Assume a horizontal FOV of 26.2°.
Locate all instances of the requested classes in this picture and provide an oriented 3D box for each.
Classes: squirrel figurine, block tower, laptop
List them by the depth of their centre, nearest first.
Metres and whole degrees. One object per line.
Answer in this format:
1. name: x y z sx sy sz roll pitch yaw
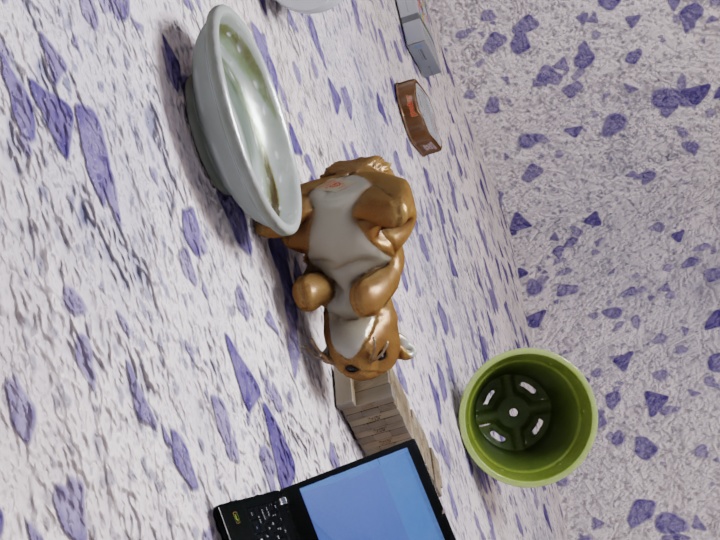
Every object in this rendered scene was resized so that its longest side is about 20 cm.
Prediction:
1. laptop: 0.002 0.224 1.099 0.177 0.103 0.200 67 14 10
2. squirrel figurine: 0.000 0.000 1.447 0.200 0.141 0.187 -76 154 -66
3. block tower: 0.031 0.167 1.565 0.200 0.058 0.054 62 15 -45

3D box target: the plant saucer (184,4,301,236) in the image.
1. plant saucer: -0.105 -0.120 1.295 0.200 0.050 0.200 -16 90 -80

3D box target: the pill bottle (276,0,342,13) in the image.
1. pill bottle: -0.054 -0.352 1.743 0.200 0.111 0.111 -78 150 -69

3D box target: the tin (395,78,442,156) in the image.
1. tin: 0.102 -0.260 2.642 0.200 0.042 0.112 29 51 -76

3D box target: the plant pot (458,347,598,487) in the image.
1. plant pot: 0.237 0.216 2.303 0.190 0.200 0.200 122 -47 -86

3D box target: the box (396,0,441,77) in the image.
1. box: 0.103 -0.495 2.995 0.156 0.041 0.200 48 26 -68
